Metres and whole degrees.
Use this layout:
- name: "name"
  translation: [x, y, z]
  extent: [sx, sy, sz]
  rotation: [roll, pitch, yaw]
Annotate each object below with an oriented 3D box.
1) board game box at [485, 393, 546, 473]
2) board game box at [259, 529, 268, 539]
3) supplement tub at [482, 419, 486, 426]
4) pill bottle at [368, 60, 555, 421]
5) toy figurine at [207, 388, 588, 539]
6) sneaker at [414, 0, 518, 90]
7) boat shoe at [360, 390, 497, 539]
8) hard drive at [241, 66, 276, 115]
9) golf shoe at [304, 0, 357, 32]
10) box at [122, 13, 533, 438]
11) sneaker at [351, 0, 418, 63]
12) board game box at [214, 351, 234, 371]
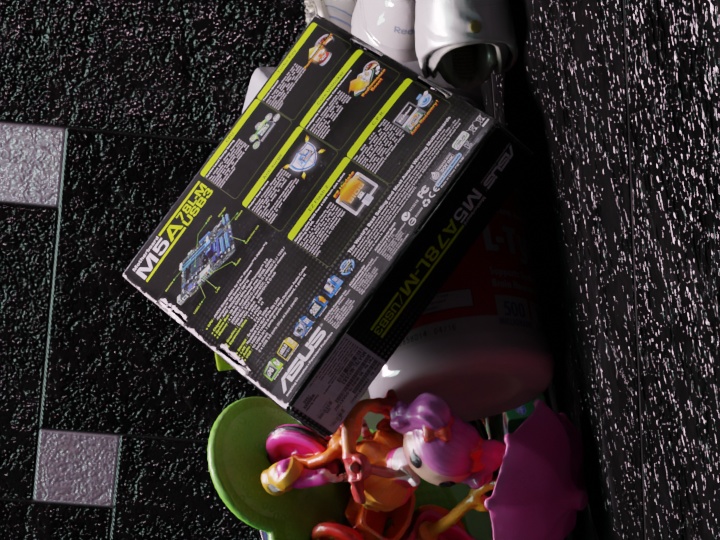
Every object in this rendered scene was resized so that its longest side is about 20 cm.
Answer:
- name: "board game box"
  translation: [0.104, 0.128, 1.650]
  extent: [0.135, 0.029, 0.200]
  rotation: [-100, 2, -52]
- name: "board game box"
  translation: [0.018, 0.230, 1.625]
  extent: [0.200, 0.062, 0.200]
  rotation: [23, -131, -62]
- name: "supplement tub"
  translation: [0.052, 0.146, 1.883]
  extent: [0.200, 0.122, 0.123]
  rotation: [120, 141, -86]
- name: "pill bottle"
  translation: [0.046, -0.018, 1.504]
  extent: [0.112, 0.112, 0.200]
  rotation: [86, 175, -67]
- name: "toy figurine"
  translation: [0.039, 0.117, 1.416]
  extent: [0.184, 0.200, 0.150]
  rotation: [-33, 22, 47]
- name: "sneaker"
  translation: [0.046, -0.161, 1.467]
  extent: [0.200, 0.073, 0.116]
  rotation: [-165, 70, -86]
- name: "boat shoe"
  translation: [0.039, 0.100, 1.621]
  extent: [0.093, 0.075, 0.200]
  rotation: [-96, -12, -48]
- name: "hard drive"
  translation: [-0.036, -0.039, 1.766]
  extent: [0.200, 0.027, 0.132]
  rotation: [49, 131, 46]
- name: "golf shoe"
  translation: [0.018, -0.143, 1.794]
  extent: [0.078, 0.097, 0.200]
  rotation: [96, 155, -69]
- name: "box"
  translation: [-0.022, -0.030, 1.443]
  extent: [0.047, 0.200, 0.193]
  rotation: [37, 178, -39]
- name: "sneaker"
  translation: [0.018, -0.234, 1.760]
  extent: [0.087, 0.074, 0.200]
  rotation: [105, 151, -52]
- name: "board game box"
  translation: [0.000, 0.000, 1.618]
  extent: [0.102, 0.199, 0.048]
  rotation: [-101, 3, -48]
